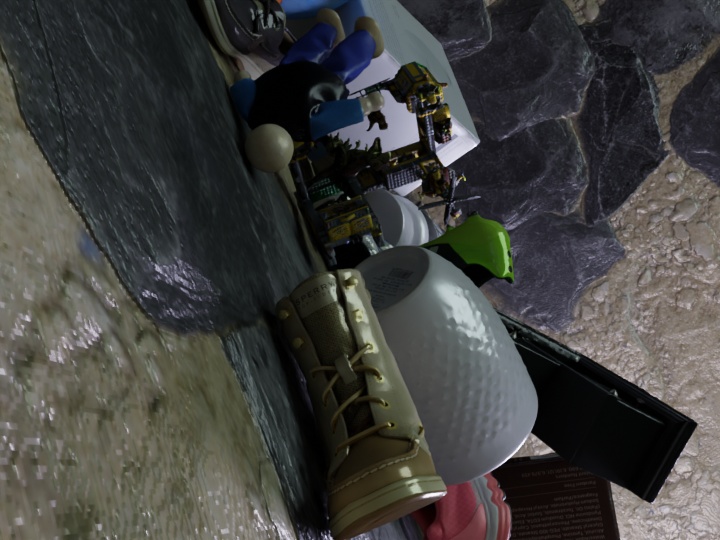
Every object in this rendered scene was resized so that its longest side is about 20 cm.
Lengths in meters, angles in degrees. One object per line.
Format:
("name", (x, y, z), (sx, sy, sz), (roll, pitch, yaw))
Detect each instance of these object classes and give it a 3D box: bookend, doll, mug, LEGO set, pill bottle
("bookend", (0.186, 0.119, 0.937), (0.200, 0.092, 0.199), (27, 4, -24))
("doll", (-0.042, -0.156, 0.808), (0.049, 0.136, 0.200), (88, 24, -45))
("mug", (0.042, 0.065, 0.830), (0.200, 0.148, 0.176), (30, -26, 56))
("LEGO set", (0.014, -0.094, 0.877), (0.116, 0.199, 0.154), (-118, -162, -44))
("pill bottle", (0.044, -0.029, 1.181), (0.200, 0.114, 0.114), (30, 37, -64))

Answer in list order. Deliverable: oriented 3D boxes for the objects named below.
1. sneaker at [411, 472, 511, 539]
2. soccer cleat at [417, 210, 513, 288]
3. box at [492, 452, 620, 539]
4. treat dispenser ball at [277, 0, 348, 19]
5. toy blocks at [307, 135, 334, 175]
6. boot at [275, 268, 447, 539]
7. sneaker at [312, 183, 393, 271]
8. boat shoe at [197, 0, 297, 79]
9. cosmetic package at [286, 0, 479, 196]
("sneaker", (0.068, 0.176, 0.869), (0.200, 0.087, 0.074), (-112, -149, -46))
("soccer cleat", (0.059, 0.016, 0.914), (0.067, 0.200, 0.081), (21, 50, -46))
("box", (0.206, 0.312, 1.063), (0.166, 0.164, 0.201), (48, 35, -76))
("treat dispenser ball", (-0.072, -0.360, 0.960), (0.201, 0.200, 0.201), (-22, 90, -85))
("toy blocks", (-0.053, -0.194, 1.171), (0.137, 0.100, 0.200), (43, 22, -50))
("boot", (-0.005, 0.075, 0.578), (0.200, 0.073, 0.156), (43, 26, -82))
("sneaker", (0.000, 0.000, 1.024), (0.200, 0.077, 0.085), (53, 24, -43))
("boat shoe", (-0.101, -0.231, 0.871), (0.200, 0.065, 0.072), (43, 27, -76))
("cosmetic package", (0.015, -0.230, 1.097), (0.200, 0.123, 0.200), (36, 29, -41))
